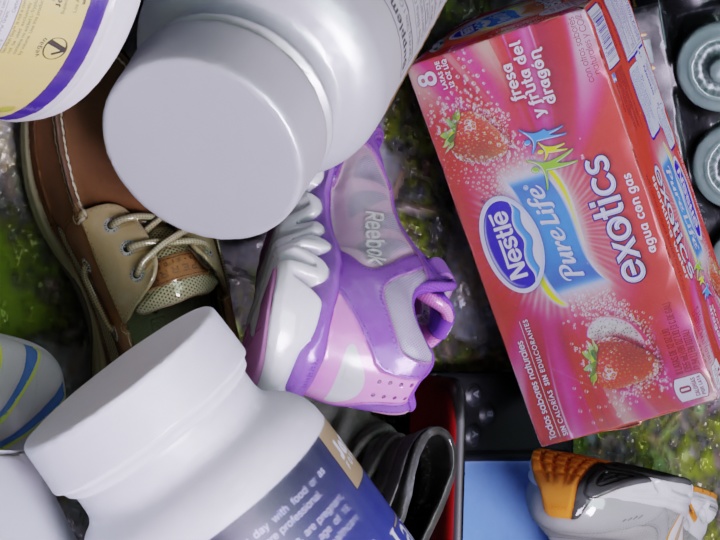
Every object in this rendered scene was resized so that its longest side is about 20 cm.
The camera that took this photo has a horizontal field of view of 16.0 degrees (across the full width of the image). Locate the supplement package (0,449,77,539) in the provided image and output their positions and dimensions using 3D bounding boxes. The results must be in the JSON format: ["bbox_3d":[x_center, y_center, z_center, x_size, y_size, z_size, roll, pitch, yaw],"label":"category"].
[{"bbox_3d":[-0.166,0.158,0.947,0.156,0.111,0.200,62,10,11],"label":"supplement package"}]

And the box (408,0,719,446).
[{"bbox_3d":[0.107,-0.030,1.241,0.100,0.095,0.201,-47,119,-67],"label":"box"}]

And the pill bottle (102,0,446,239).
[{"bbox_3d":[-0.033,-0.106,1.109,0.115,0.114,0.200,58,35,-24],"label":"pill bottle"}]

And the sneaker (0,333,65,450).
[{"bbox_3d":[-0.186,0.066,1.028,0.199,0.105,0.076,-11,98,-39],"label":"sneaker"}]

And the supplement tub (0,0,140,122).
[{"bbox_3d":[-0.197,-0.137,0.991,0.199,0.145,0.146,4,88,-39],"label":"supplement tub"}]

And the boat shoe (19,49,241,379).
[{"bbox_3d":[-0.089,-0.002,1.123,0.075,0.074,0.201,-23,105,-26],"label":"boat shoe"}]

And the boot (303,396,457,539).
[{"bbox_3d":[0.002,0.076,1.168,0.068,0.130,0.201,28,72,-35],"label":"boot"}]

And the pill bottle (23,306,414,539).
[{"bbox_3d":[-0.039,0.121,1.027,0.116,0.116,0.200,-42,102,-31],"label":"pill bottle"}]

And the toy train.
[{"bbox_3d":[0.158,-0.056,1.317,0.085,0.113,0.201,-76,156,-71],"label":"toy train"}]

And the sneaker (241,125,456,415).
[{"bbox_3d":[0.000,0.000,1.139,0.088,0.201,0.081,16,124,-5],"label":"sneaker"}]

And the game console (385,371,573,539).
[{"bbox_3d":[0.070,0.151,1.235,0.172,0.118,0.201,2,89,-40],"label":"game console"}]

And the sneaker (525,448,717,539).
[{"bbox_3d":[0.129,0.143,1.274,0.200,0.075,0.093,26,77,-65],"label":"sneaker"}]
